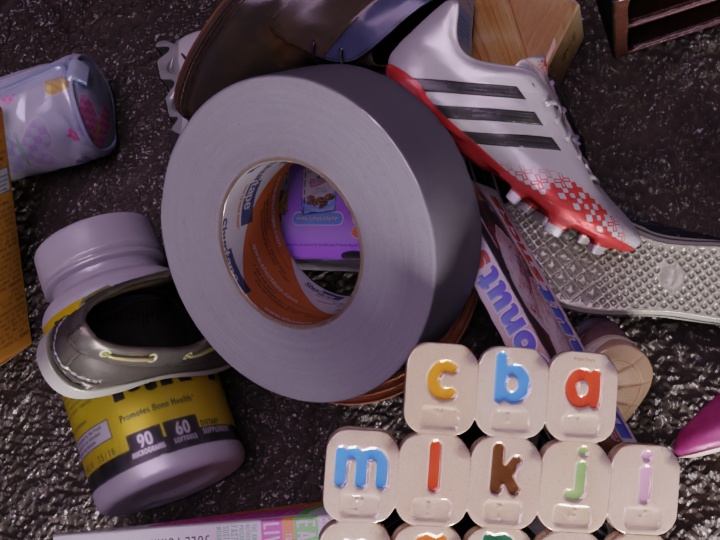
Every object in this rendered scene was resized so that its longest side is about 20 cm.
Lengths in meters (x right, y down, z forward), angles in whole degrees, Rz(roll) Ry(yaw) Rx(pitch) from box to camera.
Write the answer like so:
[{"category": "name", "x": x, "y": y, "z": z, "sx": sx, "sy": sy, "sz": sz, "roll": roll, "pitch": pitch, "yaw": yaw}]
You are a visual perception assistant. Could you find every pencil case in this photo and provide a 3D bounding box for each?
[{"category": "pencil case", "x": -0.301, "y": -0.118, "z": 0.921, "sx": 0.198, "sy": 0.091, "sz": 0.083, "roll": -10, "pitch": 35, "yaw": 11}]

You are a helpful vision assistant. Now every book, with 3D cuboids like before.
[{"category": "book", "x": -0.091, "y": 0.186, "z": 0.777, "sx": 0.198, "sy": 0.134, "sz": 0.049, "roll": -7, "pitch": 77, "yaw": 14}]

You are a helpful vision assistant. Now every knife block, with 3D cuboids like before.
[{"category": "knife block", "x": 0.084, "y": -0.128, "z": 0.832, "sx": 0.199, "sy": 0.064, "sz": 0.177, "roll": 28, "pitch": 86, "yaw": 18}]

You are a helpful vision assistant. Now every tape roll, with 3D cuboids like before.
[{"category": "tape roll", "x": -0.027, "y": -0.024, "z": 0.696, "sx": 0.199, "sy": 0.066, "sz": 0.203, "roll": 11, "pitch": 110, "yaw": 30}]

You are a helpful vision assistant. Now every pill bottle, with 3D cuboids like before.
[{"category": "pill bottle", "x": -0.169, "y": 0.067, "z": 0.833, "sx": 0.113, "sy": 0.114, "sz": 0.202, "roll": -25, "pitch": 74, "yaw": 9}]

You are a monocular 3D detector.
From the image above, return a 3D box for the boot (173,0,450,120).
[{"category": "boot", "x": -0.033, "y": -0.148, "z": 0.731, "sx": 0.200, "sy": 0.075, "sz": 0.097, "roll": -43, "pitch": 64, "yaw": 11}]

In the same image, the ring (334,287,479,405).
[{"category": "ring", "x": 0.000, "y": 0.000, "z": 0.839, "sx": 0.198, "sy": 0.019, "sz": 0.203, "roll": -6, "pitch": 76, "yaw": 24}]

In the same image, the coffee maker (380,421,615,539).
[{"category": "coffee maker", "x": 0.087, "y": 0.207, "z": 0.691, "sx": 0.192, "sy": 0.135, "sz": 0.200, "roll": -43, "pitch": 98, "yaw": -6}]

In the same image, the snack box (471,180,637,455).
[{"category": "snack box", "x": 0.106, "y": 0.030, "z": 0.701, "sx": 0.024, "sy": 0.072, "sz": 0.201, "roll": -36, "pitch": 65, "yaw": 23}]

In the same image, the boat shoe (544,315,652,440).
[{"category": "boat shoe", "x": 0.117, "y": 0.114, "z": 0.773, "sx": 0.072, "sy": 0.065, "sz": 0.200, "roll": 32, "pitch": 110, "yaw": -18}]

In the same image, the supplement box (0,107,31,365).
[{"category": "supplement box", "x": -0.310, "y": -0.025, "z": 0.872, "sx": 0.066, "sy": 0.069, "sz": 0.202, "roll": 1, "pitch": 109, "yaw": 12}]

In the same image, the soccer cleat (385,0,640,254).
[{"category": "soccer cleat", "x": 0.106, "y": -0.087, "z": 0.704, "sx": 0.199, "sy": 0.069, "sz": 0.086, "roll": 36, "pitch": 99, "yaw": -4}]

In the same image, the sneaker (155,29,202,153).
[{"category": "sneaker", "x": -0.099, "y": -0.105, "z": 0.871, "sx": 0.088, "sy": 0.074, "sz": 0.202, "roll": -17, "pitch": 72, "yaw": 8}]

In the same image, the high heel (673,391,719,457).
[{"category": "high heel", "x": 0.277, "y": 0.043, "z": 0.738, "sx": 0.199, "sy": 0.067, "sz": 0.097, "roll": -30, "pitch": 82, "yaw": 2}]

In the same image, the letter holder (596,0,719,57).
[{"category": "letter holder", "x": 0.223, "y": -0.282, "z": 0.810, "sx": 0.141, "sy": 0.101, "sz": 0.202, "roll": -16, "pitch": 75, "yaw": 9}]

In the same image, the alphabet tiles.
[{"category": "alphabet tiles", "x": 0.076, "y": 0.140, "z": 0.615, "sx": 0.198, "sy": 0.015, "sz": 0.198, "roll": 4, "pitch": 89, "yaw": -6}]

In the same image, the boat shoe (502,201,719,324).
[{"category": "boat shoe", "x": 0.183, "y": -0.004, "z": 0.770, "sx": 0.198, "sy": 0.062, "sz": 0.075, "roll": 11, "pitch": 92, "yaw": 6}]

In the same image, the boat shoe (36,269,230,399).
[{"category": "boat shoe", "x": -0.121, "y": 0.033, "z": 0.768, "sx": 0.060, "sy": 0.201, "sz": 0.073, "roll": -41, "pitch": 73, "yaw": 42}]

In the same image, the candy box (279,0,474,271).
[{"category": "candy box", "x": -0.011, "y": -0.103, "z": 0.796, "sx": 0.166, "sy": 0.071, "sz": 0.202, "roll": 2, "pitch": 84, "yaw": 26}]
